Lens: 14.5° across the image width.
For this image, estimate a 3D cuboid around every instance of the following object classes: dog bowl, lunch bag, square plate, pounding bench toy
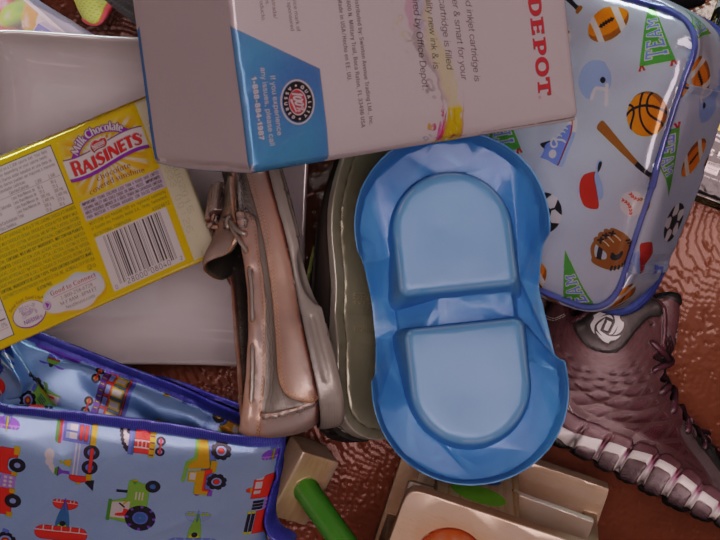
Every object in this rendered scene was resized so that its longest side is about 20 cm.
[{"bbox_3d":[0.055,0.024,1.604,0.111,0.050,0.201,-6,81,-4],"label":"dog bowl"},{"bbox_3d":[-0.135,0.135,1.641,0.199,0.094,0.151,14,120,2],"label":"lunch bag"},{"bbox_3d":[-0.129,-0.042,1.683,0.199,0.028,0.199,0,98,-16],"label":"square plate"},{"bbox_3d":[0.123,-0.083,1.662,0.160,0.075,0.201,22,98,28],"label":"lunch bag"},{"bbox_3d":[0.034,0.171,1.637,0.199,0.156,0.125,19,103,-1],"label":"pounding bench toy"}]

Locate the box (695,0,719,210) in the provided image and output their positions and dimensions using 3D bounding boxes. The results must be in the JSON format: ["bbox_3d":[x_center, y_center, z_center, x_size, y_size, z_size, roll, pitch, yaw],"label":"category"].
[{"bbox_3d":[0.296,-0.092,1.706,0.199,0.049,0.160,20,88,-1],"label":"box"}]

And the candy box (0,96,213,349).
[{"bbox_3d":[-0.185,-0.019,1.616,0.199,0.026,0.103,-24,97,-25],"label":"candy box"}]

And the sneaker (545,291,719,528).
[{"bbox_3d":[0.187,0.077,1.694,0.199,0.076,0.116,27,87,-1],"label":"sneaker"}]

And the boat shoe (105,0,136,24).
[{"bbox_3d":[-0.078,-0.156,1.638,0.200,0.073,0.067,34,78,-24],"label":"boat shoe"}]

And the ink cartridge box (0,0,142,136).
[{"bbox_3d":[-0.242,-0.123,1.700,0.200,0.042,0.120,31,89,0],"label":"ink cartridge box"}]

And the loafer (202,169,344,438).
[{"bbox_3d":[-0.062,0.002,1.618,0.063,0.072,0.201,-13,64,-8],"label":"loafer"}]

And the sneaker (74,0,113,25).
[{"bbox_3d":[-0.084,-0.187,1.690,0.199,0.078,0.091,-4,99,5],"label":"sneaker"}]

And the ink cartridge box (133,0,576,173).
[{"bbox_3d":[-0.006,-0.142,1.551,0.199,0.146,0.147,-10,98,-25],"label":"ink cartridge box"}]

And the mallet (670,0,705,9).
[{"bbox_3d":[0.156,-0.239,1.667,0.066,0.041,0.201,-16,120,2],"label":"mallet"}]

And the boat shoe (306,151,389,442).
[{"bbox_3d":[0.000,0.000,1.662,0.071,0.061,0.202,10,79,-26],"label":"boat shoe"}]
